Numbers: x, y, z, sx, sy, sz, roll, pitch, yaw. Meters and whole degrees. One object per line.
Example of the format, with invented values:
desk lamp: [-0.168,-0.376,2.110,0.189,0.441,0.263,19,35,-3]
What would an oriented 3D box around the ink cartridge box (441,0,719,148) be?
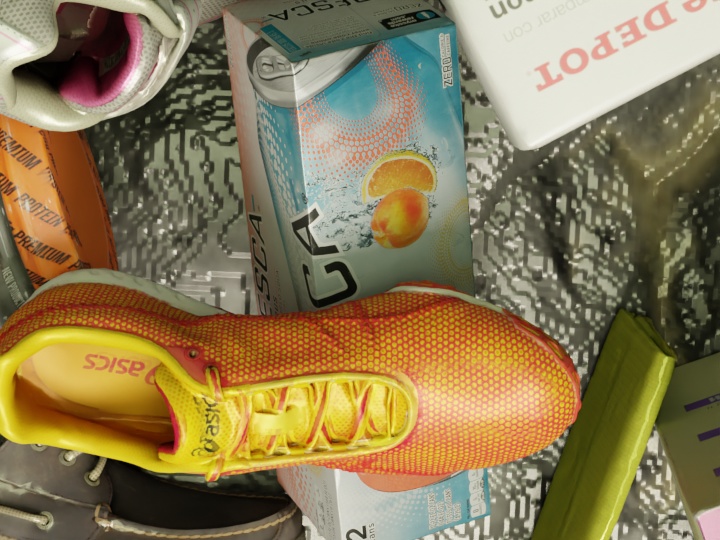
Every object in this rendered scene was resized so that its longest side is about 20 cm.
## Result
ink cartridge box: [0.075,-0.165,0.870,0.147,0.086,0.200,-27,96,6]

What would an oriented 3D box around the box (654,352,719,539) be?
box: [0.202,0.074,0.854,0.175,0.200,0.097,-20,99,5]

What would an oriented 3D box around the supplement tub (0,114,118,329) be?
supplement tub: [-0.196,-0.005,0.895,0.199,0.123,0.123,-16,98,4]

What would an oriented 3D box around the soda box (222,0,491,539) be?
soda box: [0.000,0.000,0.880,0.063,0.068,0.201,-16,118,-19]

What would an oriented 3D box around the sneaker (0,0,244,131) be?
sneaker: [-0.093,-0.089,0.844,0.088,0.200,0.081,49,123,16]

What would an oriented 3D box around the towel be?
towel: [0.077,0.116,0.923,0.018,0.086,0.201,18,99,-9]

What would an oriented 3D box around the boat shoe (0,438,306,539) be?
boat shoe: [-0.121,0.088,0.932,0.199,0.075,0.074,0,100,1]

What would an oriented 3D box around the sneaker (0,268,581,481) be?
sneaker: [-0.027,0.046,0.816,0.199,0.077,0.073,1,116,8]
